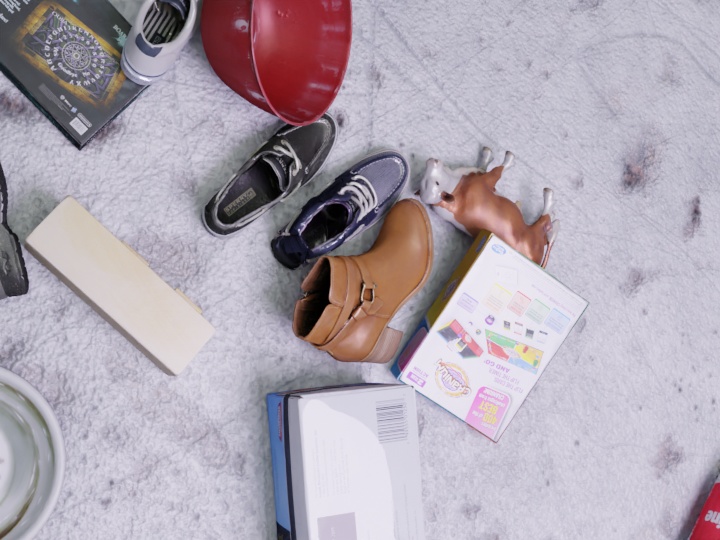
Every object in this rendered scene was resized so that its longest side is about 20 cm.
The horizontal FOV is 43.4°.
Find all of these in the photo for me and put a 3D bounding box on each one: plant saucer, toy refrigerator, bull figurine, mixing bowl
[{"bbox_3d":[-0.388,0.188,0.873,0.197,0.050,0.204,2,84,-21],"label":"plant saucer"},{"bbox_3d":[-0.245,0.017,0.930,0.200,0.076,0.070,44,72,-10],"label":"toy refrigerator"},{"bbox_3d":[0.158,-0.078,1.095,0.200,0.065,0.122,44,73,-12],"label":"bull figurine"},{"bbox_3d":[-0.102,-0.263,0.971,0.200,0.107,0.203,-33,128,-56],"label":"mixing bowl"}]

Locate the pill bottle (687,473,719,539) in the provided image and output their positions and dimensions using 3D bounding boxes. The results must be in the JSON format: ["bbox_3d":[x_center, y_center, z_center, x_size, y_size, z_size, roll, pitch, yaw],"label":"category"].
[{"bbox_3d":[0.470,0.364,1.142,0.112,0.112,0.201,37,73,-13],"label":"pill bottle"}]

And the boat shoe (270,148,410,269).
[{"bbox_3d":[-0.007,-0.074,1.018,0.200,0.093,0.075,-42,99,-19],"label":"boat shoe"}]

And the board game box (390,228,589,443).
[{"bbox_3d":[0.151,0.077,1.058,0.152,0.040,0.201,34,93,-14],"label":"board game box"}]

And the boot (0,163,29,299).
[{"bbox_3d":[-0.411,-0.054,0.884,0.129,0.068,0.203,-13,88,-15],"label":"boot"}]

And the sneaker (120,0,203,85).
[{"bbox_3d":[-0.191,-0.288,0.967,0.072,0.071,0.202,27,61,-21],"label":"sneaker"}]

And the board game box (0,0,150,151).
[{"bbox_3d":[-0.319,-0.246,0.952,0.200,0.028,0.135,47,69,-11],"label":"board game box"}]

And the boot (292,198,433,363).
[{"bbox_3d":[0.000,0.000,0.994,0.154,0.076,0.203,22,88,-51],"label":"boot"}]

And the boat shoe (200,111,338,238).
[{"bbox_3d":[-0.092,-0.110,1.006,0.071,0.064,0.200,47,71,-10],"label":"boat shoe"}]

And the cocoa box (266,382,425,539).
[{"bbox_3d":[-0.018,0.226,0.964,0.131,0.131,0.203,-3,86,-21],"label":"cocoa box"}]
